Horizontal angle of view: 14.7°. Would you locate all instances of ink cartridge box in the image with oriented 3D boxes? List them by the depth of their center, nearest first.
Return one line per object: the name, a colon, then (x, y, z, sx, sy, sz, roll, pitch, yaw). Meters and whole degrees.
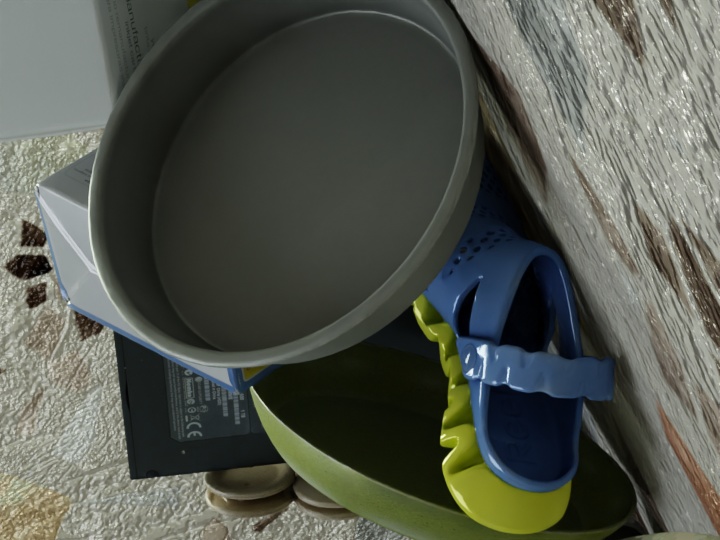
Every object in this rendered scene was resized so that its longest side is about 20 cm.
ink cartridge box: (-0.038, -0.038, 1.382, 0.136, 0.200, 0.077, 25, 138, 39)
ink cartridge box: (-0.130, -0.155, 1.384, 0.200, 0.083, 0.146, -39, -60, -68)

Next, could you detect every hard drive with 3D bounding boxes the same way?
hard drive: (-0.027, 0.044, 1.463, 0.033, 0.199, 0.140, -101, 7, -46)

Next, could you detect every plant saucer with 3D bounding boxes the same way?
plant saucer: (0.035, 0.090, 1.352, 0.200, 0.199, 0.031, -122, 50, -64)

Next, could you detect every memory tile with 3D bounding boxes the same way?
memory tile: (0.002, 0.085, 1.558, 0.200, 0.152, 0.017, -66, -25, -64)

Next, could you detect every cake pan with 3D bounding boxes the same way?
cake pan: (-0.030, -0.045, 1.244, 0.037, 0.200, 0.201, 39, -161, -52)

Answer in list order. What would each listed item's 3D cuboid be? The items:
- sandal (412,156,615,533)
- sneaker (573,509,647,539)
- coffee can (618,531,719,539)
sandal: (0.067, 0.014, 1.265, 0.087, 0.079, 0.201, -54, 45, 44)
sneaker: (0.150, 0.225, 1.390, 0.201, 0.073, 0.112, 67, 175, -35)
coffee can: (0.129, 0.227, 1.112, 0.146, 0.146, 0.201, -124, 10, -68)
